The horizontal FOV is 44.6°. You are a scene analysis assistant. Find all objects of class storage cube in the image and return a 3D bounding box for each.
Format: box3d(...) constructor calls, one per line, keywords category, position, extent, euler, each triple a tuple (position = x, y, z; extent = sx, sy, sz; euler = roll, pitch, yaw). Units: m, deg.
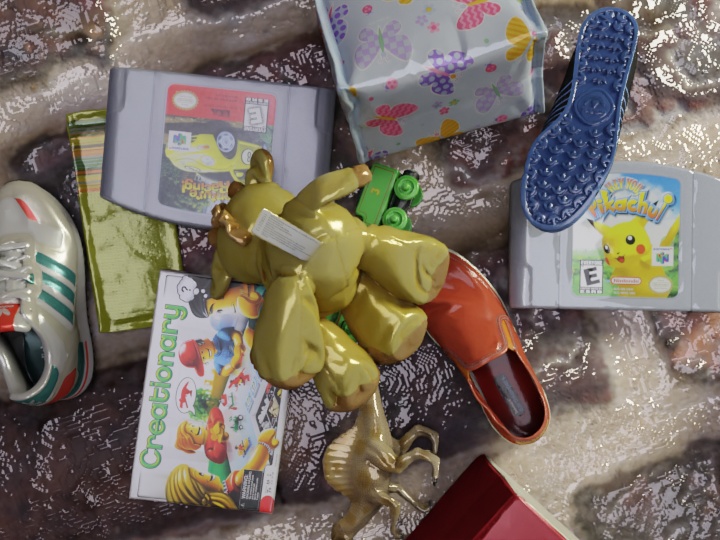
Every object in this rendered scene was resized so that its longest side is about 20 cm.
box3d(category="storage cube", position=(0.118, 0.287, 0.715), extent=(0.200, 0.171, 0.180), euler=(41, 88, 1))

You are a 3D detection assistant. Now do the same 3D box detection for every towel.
box3d(category="towel", position=(-0.209, -0.048, 0.791), extent=(0.086, 0.018, 0.201), euler=(-9, 90, 1))

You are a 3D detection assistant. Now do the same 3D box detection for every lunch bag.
box3d(category="lunch bag", position=(0.050, -0.211, 0.738), extent=(0.169, 0.127, 0.201), euler=(-16, 62, 2))

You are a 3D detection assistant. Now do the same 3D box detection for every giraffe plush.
box3d(category="giraffe plush", position=(-0.054, -0.007, 0.702), extent=(0.173, 0.162, 0.200), euler=(-47, 128, -11))

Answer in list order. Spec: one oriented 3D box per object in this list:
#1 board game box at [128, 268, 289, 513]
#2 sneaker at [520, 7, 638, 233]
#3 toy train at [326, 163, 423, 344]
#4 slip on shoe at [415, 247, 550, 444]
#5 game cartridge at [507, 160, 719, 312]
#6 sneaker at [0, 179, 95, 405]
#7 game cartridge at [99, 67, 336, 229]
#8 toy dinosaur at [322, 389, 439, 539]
box3d(category="board game box", position=(-0.126, 0.106, 0.777), extent=(0.126, 0.035, 0.201), euler=(7, 90, -6))
box3d(category="sneaker", position=(0.191, -0.119, 0.751), extent=(0.070, 0.078, 0.201), euler=(20, 82, 18))
box3d(category="toy train", position=(0.000, 0.000, 0.775), extent=(0.056, 0.042, 0.201), euler=(20, 85, 14))
box3d(category="slip on shoe", position=(0.106, 0.065, 0.770), extent=(0.074, 0.061, 0.201), euler=(-30, 88, 1))
box3d(category="game cartridge", position=(0.232, -0.030, 0.784), extent=(0.199, 0.040, 0.134), euler=(1, 86, 0))
box3d(category="sneaker", position=(-0.283, 0.019, 0.749), extent=(0.070, 0.093, 0.201), euler=(-10, 91, 9))
box3d(category="game cartridge", position=(-0.125, -0.103, 0.775), extent=(0.199, 0.041, 0.134), euler=(4, 94, -5))
box3d(category="toy dinosaur", position=(0.018, 0.160, 0.771), extent=(0.101, 0.058, 0.201), euler=(6, 90, 1))
